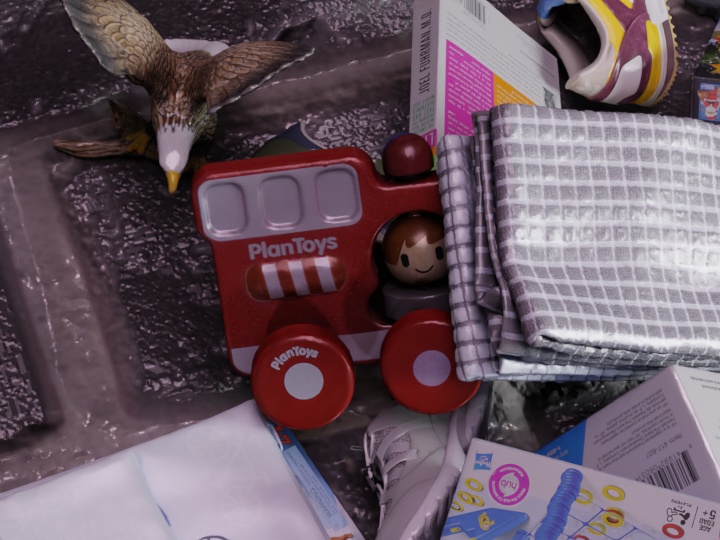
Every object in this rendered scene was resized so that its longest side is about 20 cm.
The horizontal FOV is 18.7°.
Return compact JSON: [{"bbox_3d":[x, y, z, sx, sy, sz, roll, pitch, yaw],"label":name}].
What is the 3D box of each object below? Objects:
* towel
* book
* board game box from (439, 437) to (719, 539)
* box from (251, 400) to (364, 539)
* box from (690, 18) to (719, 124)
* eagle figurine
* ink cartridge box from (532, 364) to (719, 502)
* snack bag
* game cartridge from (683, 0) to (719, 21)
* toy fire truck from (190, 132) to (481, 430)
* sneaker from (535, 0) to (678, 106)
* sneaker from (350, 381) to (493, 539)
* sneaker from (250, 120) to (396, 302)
[{"bbox_3d":[0.150,-0.016,1.368,0.200,0.086,0.166,3,77,-32],"label":"towel"},{"bbox_3d":[0.087,-0.100,1.516,0.134,0.048,0.200,35,44,-37],"label":"book"},{"bbox_3d":[0.132,0.219,1.276,0.200,0.056,0.196,13,77,23],"label":"board game box"},{"bbox_3d":[-0.065,0.193,1.381,0.136,0.038,0.200,-28,68,-21],"label":"box"},{"bbox_3d":[0.347,-0.138,1.563,0.200,0.038,0.137,7,29,16],"label":"box"},{"bbox_3d":[-0.120,-0.125,1.464,0.152,0.200,0.151,-24,67,-19],"label":"eagle figurine"},{"bbox_3d":[0.198,0.182,1.365,0.084,0.146,0.200,11,51,-51],"label":"ink cartridge box"},{"bbox_3d":[-0.104,0.182,1.322,0.200,0.021,0.189,-19,61,-24],"label":"snack bag"},{"bbox_3d":[0.360,-0.225,1.680,0.200,0.042,0.133,21,65,4],"label":"game cartridge"},{"bbox_3d":[0.000,0.000,1.399,0.200,0.168,0.112,-7,19,4],"label":"toy fire truck"},{"bbox_3d":[0.169,-0.215,1.614,0.090,0.075,0.200,3,58,-30],"label":"sneaker"},{"bbox_3d":[0.030,0.135,1.408,0.082,0.075,0.200,7,34,12],"label":"sneaker"},{"bbox_3d":[0.014,-0.037,1.510,0.200,0.067,0.090,28,55,4],"label":"sneaker"}]
